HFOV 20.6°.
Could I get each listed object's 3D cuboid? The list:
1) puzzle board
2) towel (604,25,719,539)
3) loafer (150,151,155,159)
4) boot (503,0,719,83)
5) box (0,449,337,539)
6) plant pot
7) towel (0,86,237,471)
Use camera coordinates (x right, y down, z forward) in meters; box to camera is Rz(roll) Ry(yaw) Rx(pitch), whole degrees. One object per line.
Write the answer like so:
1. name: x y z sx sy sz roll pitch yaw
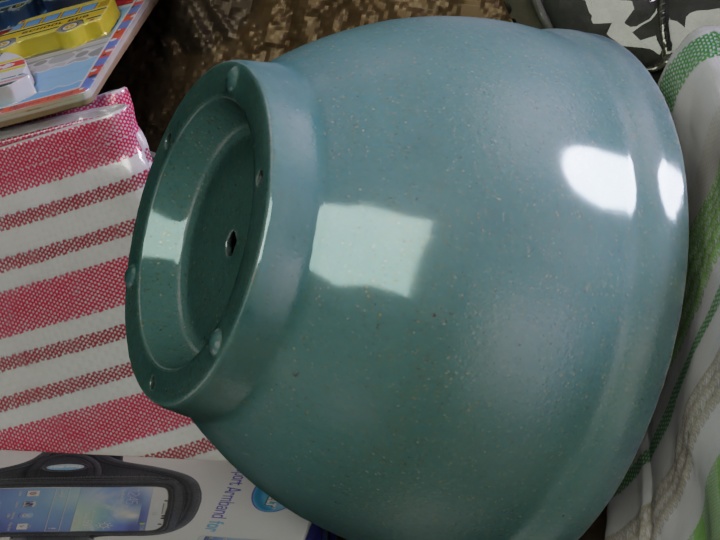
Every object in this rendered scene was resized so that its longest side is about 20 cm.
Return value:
1. puzzle board: -0.185 -0.081 0.822 0.199 0.151 0.017 -13 114 14
2. towel: 0.104 0.035 0.659 0.031 0.150 0.201 7 47 -7
3. loafer: -0.112 -0.023 0.813 0.199 0.070 0.070 17 83 20
4. boot: 0.158 -0.118 0.753 0.199 0.073 0.183 -22 85 18
5. box: -0.092 0.106 0.724 0.199 0.119 0.042 0 107 9
6. plant pot: 0.000 0.000 0.685 0.200 0.134 0.201 -35 50 54
7. towel: -0.127 0.039 0.790 0.146 0.030 0.201 -14 102 14
